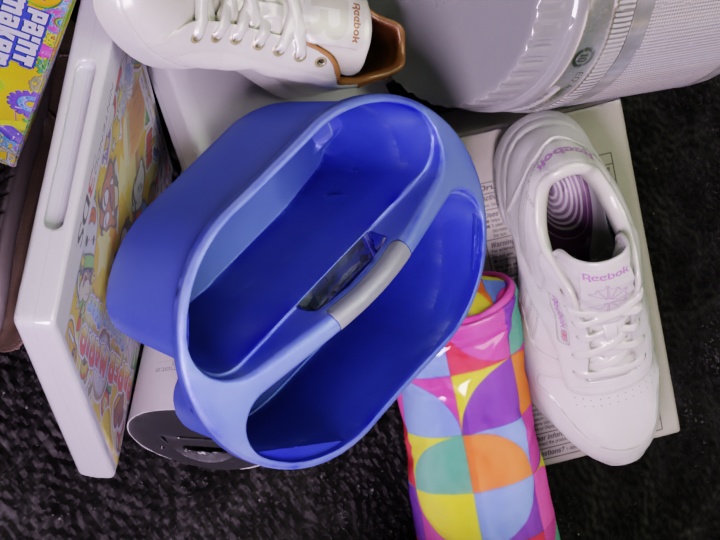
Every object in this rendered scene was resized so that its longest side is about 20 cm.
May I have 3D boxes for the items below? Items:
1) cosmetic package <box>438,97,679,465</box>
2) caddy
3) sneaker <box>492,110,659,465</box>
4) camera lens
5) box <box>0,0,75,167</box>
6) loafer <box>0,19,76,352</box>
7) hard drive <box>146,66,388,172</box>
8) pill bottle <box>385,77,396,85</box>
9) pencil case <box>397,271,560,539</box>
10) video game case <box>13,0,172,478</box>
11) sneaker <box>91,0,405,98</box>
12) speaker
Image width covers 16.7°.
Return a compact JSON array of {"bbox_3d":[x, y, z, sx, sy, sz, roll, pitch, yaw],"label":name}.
[{"bbox_3d":[0.109,0.002,1.394,0.105,0.071,0.200,-12,105,-5],"label":"cosmetic package"},{"bbox_3d":[-0.023,0.003,1.191,0.200,0.105,0.141,-47,121,-24],"label":"caddy"},{"bbox_3d":[0.117,0.019,1.311,0.075,0.100,0.200,-18,107,-5],"label":"sneaker"},{"bbox_3d":[0.114,-0.169,1.307,0.200,0.160,0.160,-13,84,-41],"label":"camera lens"},{"bbox_3d":[-0.217,-0.168,1.131,0.192,0.200,0.122,20,62,-9],"label":"box"},{"bbox_3d":[-0.161,-0.044,1.254,0.071,0.073,0.200,25,61,-29],"label":"loafer"},{"bbox_3d":[-0.047,-0.099,1.294,0.132,0.027,0.200,-14,81,-36],"label":"hard drive"},{"bbox_3d":[0.041,-0.173,1.430,0.200,0.120,0.120,-13,84,-41],"label":"pill bottle"},{"bbox_3d":[0.060,0.099,1.337,0.088,0.088,0.200,-29,120,-41],"label":"pencil case"},{"bbox_3d":[-0.127,-0.016,1.213,0.023,0.200,0.182,6,66,5],"label":"video game case"},{"bbox_3d":[-0.047,-0.130,1.190,0.200,0.085,0.073,10,81,-57],"label":"sneaker"},{"bbox_3d":[-0.067,0.003,1.311,0.081,0.081,0.200,26,61,-30],"label":"speaker"}]
